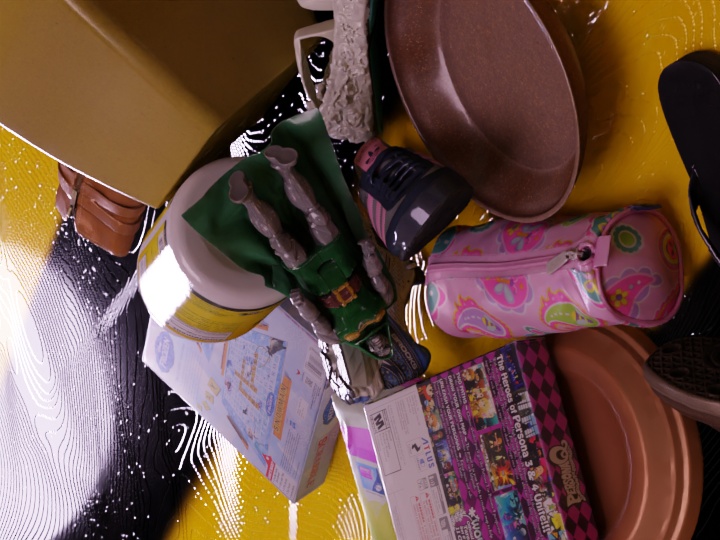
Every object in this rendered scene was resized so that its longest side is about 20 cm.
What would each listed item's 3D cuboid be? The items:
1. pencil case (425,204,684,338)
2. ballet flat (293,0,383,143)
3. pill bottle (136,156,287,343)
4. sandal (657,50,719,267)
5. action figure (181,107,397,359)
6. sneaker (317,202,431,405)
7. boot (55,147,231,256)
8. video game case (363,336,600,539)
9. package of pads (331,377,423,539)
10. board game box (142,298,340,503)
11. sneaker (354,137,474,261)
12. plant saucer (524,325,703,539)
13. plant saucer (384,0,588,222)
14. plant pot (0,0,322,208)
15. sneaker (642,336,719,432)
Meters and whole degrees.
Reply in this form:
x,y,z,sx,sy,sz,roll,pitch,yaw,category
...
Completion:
x,y,z,sx,sy,sz,roll,pitch,yaw,category
0.128,0.002,1.501,0.200,0.087,0.088,-5,112,55,pencil case
-0.015,-0.171,1.546,0.072,0.072,0.201,31,137,33,ballet flat
-0.107,-0.008,1.675,0.113,0.112,0.200,56,160,2,pill bottle
0.231,-0.037,1.383,0.076,0.043,0.201,-16,103,54,sandal
-0.026,-0.005,1.553,0.200,0.118,0.055,55,179,-39,action figure
0.000,0.000,1.676,0.077,0.085,0.201,129,128,-68,sneaker
-0.185,-0.075,1.803,0.200,0.077,0.156,38,124,34,boot
0.089,0.167,1.579,0.181,0.036,0.201,-28,74,49,video game case
0.070,0.182,1.729,0.154,0.068,0.201,11,125,48,package of pads
-0.094,0.065,1.859,0.199,0.041,0.200,41,141,22,board game box
0.026,-0.055,1.524,0.082,0.070,0.200,49,174,0,sneaker
0.155,0.130,1.551,0.200,0.037,0.201,10,103,51,plant saucer
0.090,-0.130,1.474,0.200,0.037,0.201,40,144,37,plant saucer
-0.148,-0.169,1.633,0.176,0.200,0.200,45,144,0,plant pot
0.266,0.104,1.426,0.200,0.070,0.076,19,131,43,sneaker
